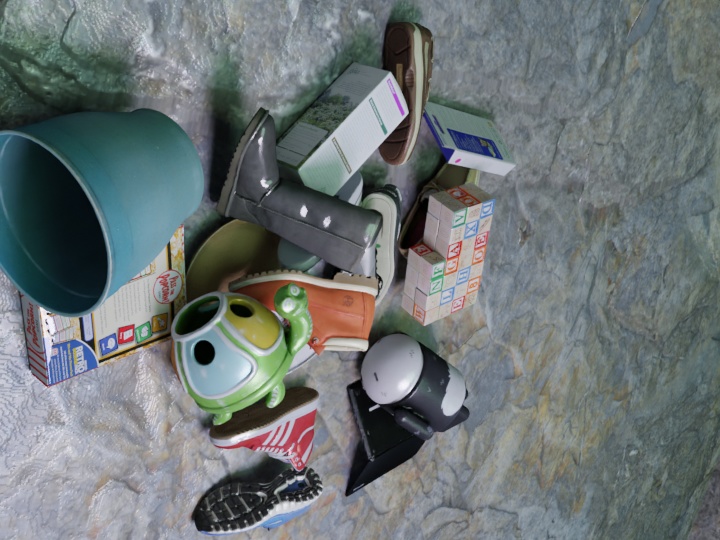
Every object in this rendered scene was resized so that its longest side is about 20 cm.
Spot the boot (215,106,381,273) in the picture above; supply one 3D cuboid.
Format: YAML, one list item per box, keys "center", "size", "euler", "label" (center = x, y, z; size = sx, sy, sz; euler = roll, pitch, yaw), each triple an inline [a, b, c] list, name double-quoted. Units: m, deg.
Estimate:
- center: [-0.069, -0.095, 1.214]
  size: [0.183, 0.198, 0.073]
  euler: [116, 0, -46]
  label: "boot"

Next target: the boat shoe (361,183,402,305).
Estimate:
- center: [0.025, -0.033, 1.464]
  size: [0.068, 0.071, 0.202]
  euler: [-62, 164, -61]
  label: "boat shoe"

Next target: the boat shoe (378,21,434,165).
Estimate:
- center: [0.075, -0.255, 1.404]
  size: [0.074, 0.074, 0.205]
  euler: [-14, 118, -47]
  label: "boat shoe"

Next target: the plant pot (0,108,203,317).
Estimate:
- center: [-0.276, -0.082, 1.034]
  size: [0.188, 0.198, 0.202]
  euler: [-39, 135, -49]
  label: "plant pot"

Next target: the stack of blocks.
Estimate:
- center: [0.135, -0.025, 1.503]
  size: [0.114, 0.058, 0.202]
  euler: [-20, 132, -33]
  label: "stack of blocks"

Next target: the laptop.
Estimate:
- center: [0.040, 0.265, 1.673]
  size: [0.176, 0.103, 0.202]
  euler: [-22, 99, -40]
  label: "laptop"

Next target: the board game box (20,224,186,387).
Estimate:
- center: [-0.302, 0.033, 1.158]
  size: [0.199, 0.046, 0.153]
  euler: [-20, 123, -40]
  label: "board game box"

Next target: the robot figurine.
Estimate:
- center: [0.090, 0.188, 1.579]
  size: [0.199, 0.150, 0.125]
  euler: [36, 87, -30]
  label: "robot figurine"

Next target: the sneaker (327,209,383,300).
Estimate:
- center: [0.000, 0.000, 1.420]
  size: [0.078, 0.074, 0.202]
  euler: [9, 120, -17]
  label: "sneaker"

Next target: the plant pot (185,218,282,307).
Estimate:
- center: [-0.168, 0.018, 1.313]
  size: [0.199, 0.027, 0.202]
  euler: [-24, 126, -38]
  label: "plant pot"

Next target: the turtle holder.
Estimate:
- center: [-0.150, 0.094, 1.189]
  size: [0.132, 0.184, 0.142]
  euler: [55, 42, -33]
  label: "turtle holder"

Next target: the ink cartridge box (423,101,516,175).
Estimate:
- center: [0.160, -0.205, 1.503]
  size: [0.037, 0.095, 0.199]
  euler: [-40, 152, 30]
  label: "ink cartridge box"

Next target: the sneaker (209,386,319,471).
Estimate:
- center: [-0.138, 0.253, 1.426]
  size: [0.199, 0.071, 0.114]
  euler: [-16, 117, -44]
  label: "sneaker"

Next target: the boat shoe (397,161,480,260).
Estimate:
- center: [0.123, -0.103, 1.530]
  size: [0.069, 0.073, 0.202]
  euler: [28, 88, -55]
  label: "boat shoe"

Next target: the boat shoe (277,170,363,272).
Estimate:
- center: [-0.051, -0.056, 1.353]
  size: [0.070, 0.070, 0.201]
  euler: [80, 30, -46]
  label: "boat shoe"

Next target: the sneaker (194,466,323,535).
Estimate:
- center: [-0.153, 0.363, 1.453]
  size: [0.198, 0.079, 0.090]
  euler: [-9, 140, -26]
  label: "sneaker"

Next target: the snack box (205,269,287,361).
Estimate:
- center: [-0.160, 0.094, 1.319]
  size: [0.200, 0.024, 0.072]
  euler: [-49, 138, -19]
  label: "snack box"

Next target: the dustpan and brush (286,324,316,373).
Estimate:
- center: [-0.113, 0.120, 1.377]
  size: [0.199, 0.140, 0.058]
  euler: [-30, 111, 3]
  label: "dustpan and brush"

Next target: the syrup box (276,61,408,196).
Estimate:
- center: [-0.031, -0.186, 1.318]
  size: [0.200, 0.078, 0.082]
  euler: [-48, 136, -19]
  label: "syrup box"

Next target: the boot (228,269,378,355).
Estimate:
- center: [-0.078, 0.056, 1.270]
  size: [0.075, 0.198, 0.109]
  euler: [106, -12, -80]
  label: "boot"
